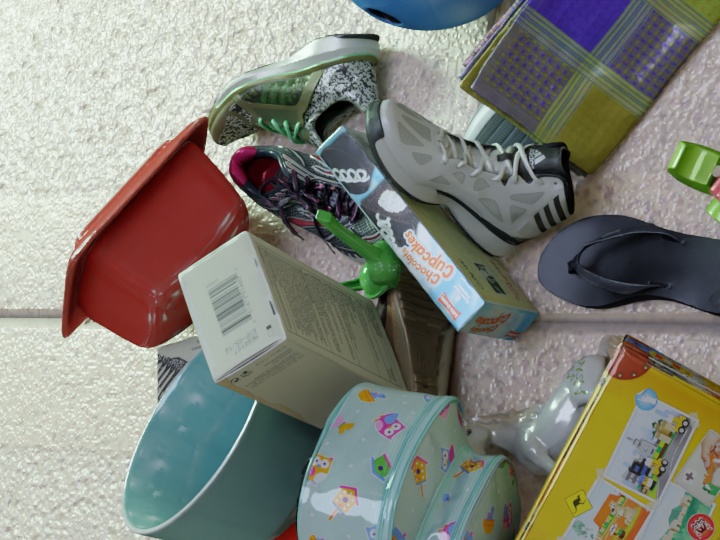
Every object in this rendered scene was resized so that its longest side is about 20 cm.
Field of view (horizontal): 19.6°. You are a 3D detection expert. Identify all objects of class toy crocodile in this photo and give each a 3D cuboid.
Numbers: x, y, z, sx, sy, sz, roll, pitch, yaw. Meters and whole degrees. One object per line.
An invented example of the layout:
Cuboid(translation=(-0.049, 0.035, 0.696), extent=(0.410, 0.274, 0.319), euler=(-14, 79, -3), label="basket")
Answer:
Cuboid(translation=(0.314, -0.039, 1.573), extent=(0.068, 0.062, 0.200), euler=(-54, 52, 13), label="toy crocodile")

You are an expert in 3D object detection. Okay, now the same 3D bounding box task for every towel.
Cuboid(translation=(0.191, -0.186, 1.681), extent=(0.200, 0.143, 0.023), euler=(-49, 11, 13), label="towel")

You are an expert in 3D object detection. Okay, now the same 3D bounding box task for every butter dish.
Cuboid(translation=(-0.165, -0.005, 1.885), extent=(0.147, 0.200, 0.200), euler=(37, 66, 7), label="butter dish")

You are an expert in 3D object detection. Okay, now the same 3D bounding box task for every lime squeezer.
Cuboid(translation=(0.000, 0.000, 1.719), extent=(0.070, 0.200, 0.038), euler=(1, 73, 1), label="lime squeezer")

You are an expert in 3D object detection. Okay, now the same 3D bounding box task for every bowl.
Cuboid(translation=(-0.101, 0.155, 1.743), extent=(0.201, 0.105, 0.202), euler=(-44, 25, 26), label="bowl")

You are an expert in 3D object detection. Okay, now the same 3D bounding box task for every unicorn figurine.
Cuboid(translation=(0.155, 0.129, 1.656), extent=(0.200, 0.074, 0.138), euler=(-39, 45, 7), label="unicorn figurine")

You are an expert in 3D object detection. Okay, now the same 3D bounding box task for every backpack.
Cuboid(translation=(0.034, 0.189, 1.588), extent=(0.152, 0.201, 0.176), euler=(8, 48, 29), label="backpack")

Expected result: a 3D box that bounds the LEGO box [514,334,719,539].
Cuboid(translation=(0.212, 0.173, 1.541), extent=(0.148, 0.077, 0.201), euler=(29, 97, 8), label="LEGO box")

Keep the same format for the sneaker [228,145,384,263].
Cuboid(translation=(-0.036, -0.061, 1.856), extent=(0.199, 0.074, 0.081), euler=(17, 87, 40), label="sneaker")

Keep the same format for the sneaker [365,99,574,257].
Cuboid(translation=(0.100, -0.094, 1.675), extent=(0.115, 0.200, 0.076), euler=(-27, 45, 32), label="sneaker")

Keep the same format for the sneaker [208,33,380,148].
Cuboid(translation=(-0.060, -0.145, 1.906), extent=(0.199, 0.077, 0.089), euler=(-25, 71, 34), label="sneaker")

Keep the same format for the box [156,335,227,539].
Cuboid(translation=(-0.134, 0.163, 1.872), extent=(0.082, 0.068, 0.202), euler=(-17, 66, 35), label="box")

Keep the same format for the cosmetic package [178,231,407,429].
Cuboid(translation=(-0.049, 0.054, 1.643), extent=(0.073, 0.200, 0.104), euler=(-31, 59, 17), label="cosmetic package")

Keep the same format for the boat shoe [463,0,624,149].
Cuboid(translation=(0.155, -0.161, 1.745), extent=(0.200, 0.073, 0.067), euler=(-44, 34, 13), label="boat shoe")

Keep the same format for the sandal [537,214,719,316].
Cuboid(translation=(0.223, -0.008, 1.649), extent=(0.199, 0.043, 0.077), euler=(3, 79, 40), label="sandal")

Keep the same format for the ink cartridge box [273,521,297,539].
Cuboid(translation=(-0.074, 0.315, 1.737), extent=(0.199, 0.043, 0.175), euler=(-31, 78, 44), label="ink cartridge box")

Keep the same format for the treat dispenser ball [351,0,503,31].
Cuboid(translation=(0.058, -0.305, 1.769), extent=(0.200, 0.200, 0.203), euler=(-12, 69, 36), label="treat dispenser ball")

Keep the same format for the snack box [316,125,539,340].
Cuboid(translation=(0.056, -0.030, 1.717), extent=(0.037, 0.116, 0.200), euler=(-45, 66, 16), label="snack box")

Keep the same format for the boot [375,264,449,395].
Cuboid(translation=(0.003, 0.075, 1.789), extent=(0.166, 0.072, 0.202), euler=(-31, 45, 42), label="boot")
